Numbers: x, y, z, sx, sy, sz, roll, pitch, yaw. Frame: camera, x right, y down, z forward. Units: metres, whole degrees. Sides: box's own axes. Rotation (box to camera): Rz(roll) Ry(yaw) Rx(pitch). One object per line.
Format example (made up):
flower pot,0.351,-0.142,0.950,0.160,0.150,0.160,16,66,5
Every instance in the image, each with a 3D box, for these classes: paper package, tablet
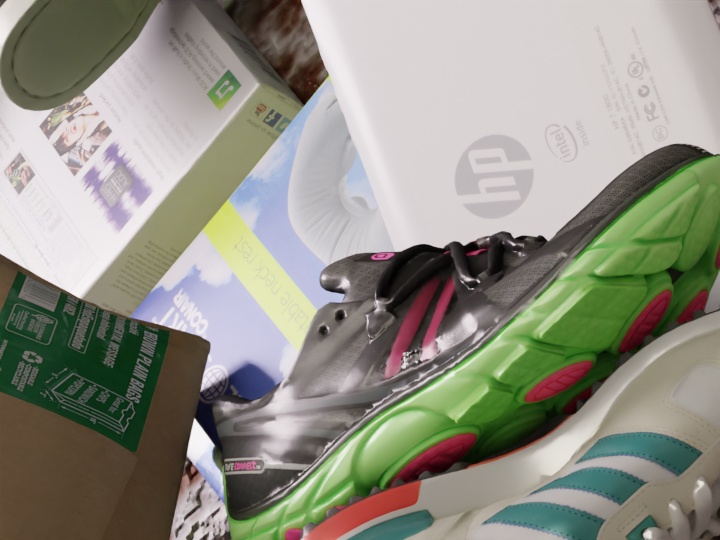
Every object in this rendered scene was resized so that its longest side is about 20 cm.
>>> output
paper package,-0.136,0.118,0.979,0.191,0.103,0.200,-61,9,25
tablet,0.064,-0.039,0.972,0.130,0.014,0.201,-26,71,19

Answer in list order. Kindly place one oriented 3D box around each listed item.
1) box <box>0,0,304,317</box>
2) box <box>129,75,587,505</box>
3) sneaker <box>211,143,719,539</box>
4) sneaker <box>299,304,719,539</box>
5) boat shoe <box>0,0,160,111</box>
box,-0.120,-0.028,1.191,0.200,0.036,0.144,-49,43,10
box,0.000,0.000,1.050,0.200,0.048,0.122,-51,42,8
sneaker,0.029,0.017,0.929,0.200,0.077,0.084,-35,63,15
sneaker,0.076,0.086,0.880,0.199,0.070,0.094,-26,43,1
boat shoe,-0.081,-0.146,1.152,0.201,0.072,0.061,-42,50,-19
